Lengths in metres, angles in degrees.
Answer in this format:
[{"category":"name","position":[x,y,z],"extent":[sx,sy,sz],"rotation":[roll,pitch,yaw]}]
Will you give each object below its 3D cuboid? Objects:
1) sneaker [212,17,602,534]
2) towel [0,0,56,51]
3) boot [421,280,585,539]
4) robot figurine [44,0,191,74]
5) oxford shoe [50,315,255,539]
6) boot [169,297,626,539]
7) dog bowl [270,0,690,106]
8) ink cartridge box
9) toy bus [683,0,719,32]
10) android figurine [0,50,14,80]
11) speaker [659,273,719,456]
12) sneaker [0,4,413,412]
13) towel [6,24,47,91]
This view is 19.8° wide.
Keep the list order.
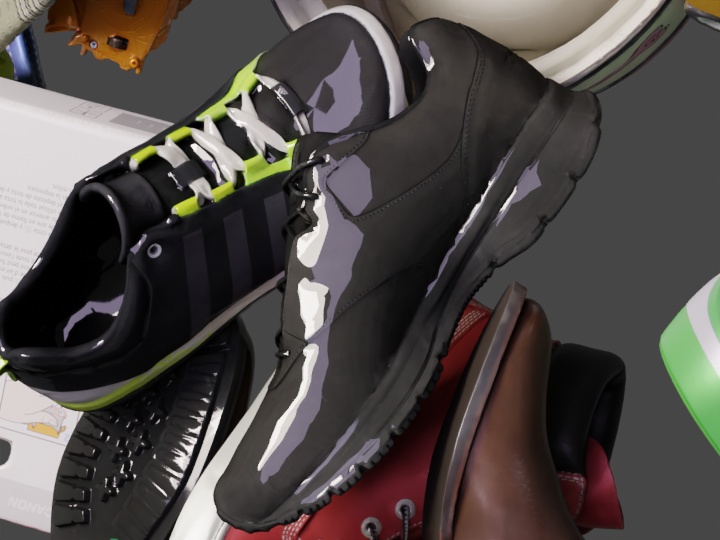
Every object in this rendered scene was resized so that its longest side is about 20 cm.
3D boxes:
[{"category":"sneaker","position":[0.000,0.000,0.736],"extent":[0.090,0.076,0.201],"rotation":[35,80,-7]},{"category":"towel","position":[-0.138,-0.192,0.812],"extent":[0.200,0.034,0.194],"rotation":[-16,86,60]},{"category":"boot","position":[0.117,0.115,0.725],"extent":[0.198,0.064,0.188],"rotation":[13,87,-1]},{"category":"robot figurine","position":[-0.070,-0.188,0.837],"extent":[0.058,0.145,0.201],"rotation":[18,110,-2]},{"category":"oxford shoe","position":[-0.080,0.109,0.837],"extent":[0.072,0.084,0.202],"rotation":[22,95,40]},{"category":"boot","position":[0.016,0.101,0.781],"extent":[0.143,0.073,0.201],"rotation":[23,73,24]},{"category":"dog bowl","position":[0.058,-0.152,0.819],"extent":[0.198,0.074,0.202],"rotation":[-5,79,25]},{"category":"ink cartridge box","position":[-0.159,0.009,0.875],"extent":[0.198,0.045,0.178],"rotation":[15,106,6]},{"category":"toy bus","position":[0.146,-0.113,0.701],"extent":[0.078,0.200,0.066],"rotation":[26,93,26]},{"category":"android figurine","position":[-0.235,-0.077,0.940],"extent":[0.180,0.041,0.202],"rotation":[6,88,23]},{"category":"speaker","position":[0.205,-0.003,0.721],"extent":[0.199,0.088,0.089],"rotation":[-36,69,16]},{"category":"sneaker","position":[-0.061,-0.020,0.767],"extent":[0.200,0.083,0.072],"rotation":[-47,67,6]},{"category":"towel","position":[-0.228,-0.032,0.961],"extent":[0.199,0.024,0.146],"rotation":[-18,75,21]}]
